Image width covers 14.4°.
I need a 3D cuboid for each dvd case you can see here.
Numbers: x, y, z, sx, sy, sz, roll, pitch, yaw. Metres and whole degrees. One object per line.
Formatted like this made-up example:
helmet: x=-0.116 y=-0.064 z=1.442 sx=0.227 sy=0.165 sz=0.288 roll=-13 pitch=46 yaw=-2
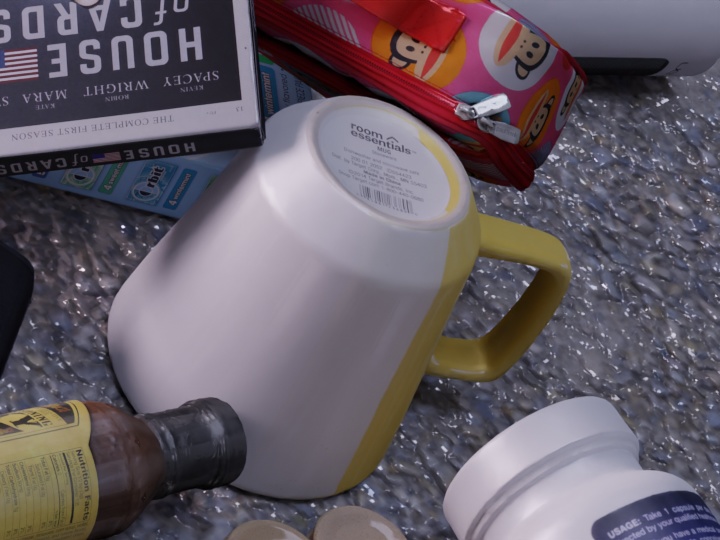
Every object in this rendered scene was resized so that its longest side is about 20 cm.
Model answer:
dvd case: x=-0.125 y=-0.139 z=1.299 sx=0.150 sy=0.025 sz=0.200 roll=-7 pitch=64 yaw=1

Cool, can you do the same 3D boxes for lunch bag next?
lunch bag: x=0.006 y=-0.120 z=1.368 sx=0.200 sy=0.082 sz=0.176 roll=30 pitch=-2 yaw=14

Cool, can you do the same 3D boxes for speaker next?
speaker: x=0.117 y=-0.152 z=1.628 sx=0.200 sy=0.081 sz=0.081 roll=-2 pitch=51 yaw=-37

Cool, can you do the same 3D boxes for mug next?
mug: x=-0.009 y=-0.004 z=1.330 sx=0.149 sy=0.153 sz=0.187 roll=46 pitch=40 yaw=16

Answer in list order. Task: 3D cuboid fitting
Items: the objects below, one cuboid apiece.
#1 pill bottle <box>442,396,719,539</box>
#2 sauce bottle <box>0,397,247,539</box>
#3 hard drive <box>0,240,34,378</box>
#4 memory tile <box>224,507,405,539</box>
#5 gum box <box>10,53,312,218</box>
pill bottle: x=0.125 y=0.162 z=1.279 sx=0.116 sy=0.116 sz=0.200 roll=-8 pitch=55 yaw=-40
sauce bottle: x=-0.137 y=0.090 z=1.216 sx=0.200 sy=0.065 sz=0.065 roll=-10 pitch=55 yaw=-43
hard drive: x=-0.244 y=-0.001 z=1.250 sx=0.200 sy=0.042 sz=0.135 roll=26 pitch=39 yaw=-10
memory tile: x=-0.035 y=0.176 z=1.222 sx=0.200 sy=0.017 sz=0.153 roll=-9 pitch=55 yaw=-39
gum box: x=-0.123 y=-0.107 z=1.444 sx=0.200 sy=0.045 sz=0.170 roll=13 pitch=43 yaw=-22
